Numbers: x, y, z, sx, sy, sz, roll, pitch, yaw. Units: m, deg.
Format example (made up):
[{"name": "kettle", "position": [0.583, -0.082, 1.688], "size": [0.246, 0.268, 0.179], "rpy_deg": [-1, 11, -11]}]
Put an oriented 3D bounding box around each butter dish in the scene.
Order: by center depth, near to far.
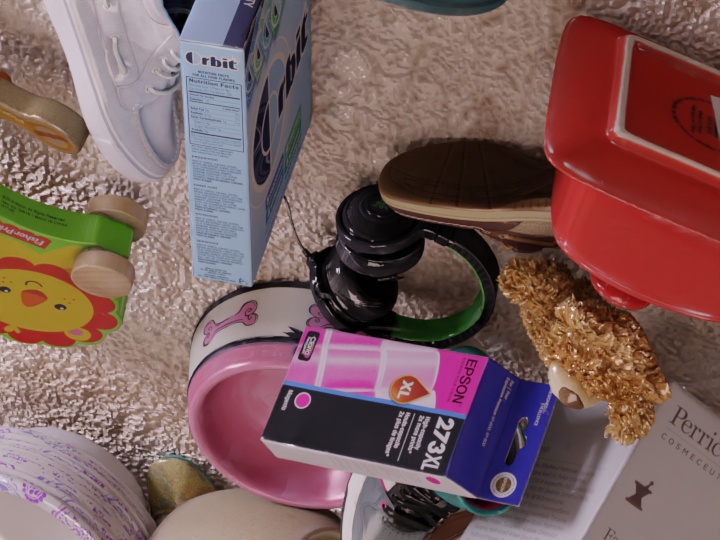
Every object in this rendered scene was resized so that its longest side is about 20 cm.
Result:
[{"name": "butter dish", "position": [0.191, -0.039, 1.390], "size": [0.199, 0.200, 0.148], "rpy_deg": [21, 124, -5]}]

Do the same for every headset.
[{"name": "headset", "position": [0.000, 0.000, 1.577], "size": [0.200, 0.094, 0.124], "rpy_deg": [23, 136, -6]}]

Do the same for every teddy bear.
[{"name": "teddy bear", "position": [0.143, 0.051, 1.497], "size": [0.067, 0.200, 0.145], "rpy_deg": [-28, 119, -4]}]

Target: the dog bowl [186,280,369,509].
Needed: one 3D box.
[{"name": "dog bowl", "position": [-0.044, 0.104, 1.710], "size": [0.199, 0.074, 0.200], "rpy_deg": [9, 135, 9]}]

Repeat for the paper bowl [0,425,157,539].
[{"name": "paper bowl", "position": [-0.258, 0.211, 1.844], "size": [0.200, 0.104, 0.201], "rpy_deg": [17, 136, 17]}]

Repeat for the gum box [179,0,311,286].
[{"name": "gum box", "position": [-0.071, -0.120, 1.424], "size": [0.044, 0.170, 0.200], "rpy_deg": [10, 136, 8]}]

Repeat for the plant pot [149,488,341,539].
[{"name": "plant pot", "position": [-0.061, 0.261, 1.763], "size": [0.200, 0.201, 0.134], "rpy_deg": [39, 143, -21]}]

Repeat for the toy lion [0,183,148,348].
[{"name": "toy lion", "position": [-0.261, -0.006, 1.659], "size": [0.200, 0.069, 0.192], "rpy_deg": [22, 147, -23]}]

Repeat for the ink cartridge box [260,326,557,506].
[{"name": "ink cartridge box", "position": [0.034, 0.101, 1.558], "size": [0.199, 0.095, 0.037], "rpy_deg": [10, 155, 28]}]

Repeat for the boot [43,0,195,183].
[{"name": "boot", "position": [-0.140, -0.141, 1.492], "size": [0.095, 0.074, 0.200], "rpy_deg": [1, 133, 26]}]

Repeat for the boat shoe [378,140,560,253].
[{"name": "boat shoe", "position": [0.112, -0.039, 1.524], "size": [0.199, 0.072, 0.072], "rpy_deg": [2, 133, 6]}]

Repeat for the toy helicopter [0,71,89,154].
[{"name": "toy helicopter", "position": [-0.279, -0.129, 1.542], "size": [0.200, 0.079, 0.132], "rpy_deg": [27, 159, 6]}]

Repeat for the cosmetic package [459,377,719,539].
[{"name": "cosmetic package", "position": [0.193, 0.198, 1.601], "size": [0.165, 0.200, 0.165], "rpy_deg": [36, 167, -20]}]

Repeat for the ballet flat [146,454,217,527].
[{"name": "ballet flat", "position": [-0.138, 0.243, 1.883], "size": [0.070, 0.071, 0.200], "rpy_deg": [0, 133, 17]}]

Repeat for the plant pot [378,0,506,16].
[{"name": "plant pot", "position": [0.035, -0.277, 1.235], "size": [0.200, 0.200, 0.188], "rpy_deg": [24, 121, -7]}]

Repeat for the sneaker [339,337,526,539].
[{"name": "sneaker", "position": [0.059, 0.159, 1.614], "size": [0.083, 0.121, 0.200], "rpy_deg": [17, 106, -26]}]

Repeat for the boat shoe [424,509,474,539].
[{"name": "boat shoe", "position": [0.064, 0.255, 1.827], "size": [0.076, 0.072, 0.200], "rpy_deg": [35, 133, -18]}]
